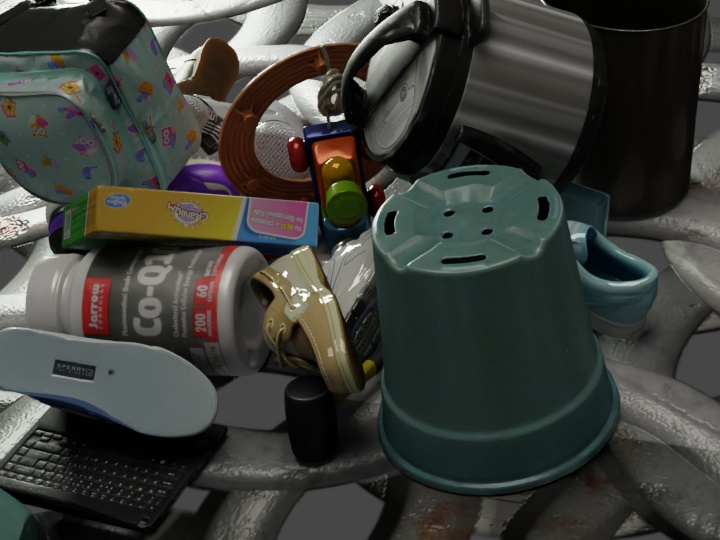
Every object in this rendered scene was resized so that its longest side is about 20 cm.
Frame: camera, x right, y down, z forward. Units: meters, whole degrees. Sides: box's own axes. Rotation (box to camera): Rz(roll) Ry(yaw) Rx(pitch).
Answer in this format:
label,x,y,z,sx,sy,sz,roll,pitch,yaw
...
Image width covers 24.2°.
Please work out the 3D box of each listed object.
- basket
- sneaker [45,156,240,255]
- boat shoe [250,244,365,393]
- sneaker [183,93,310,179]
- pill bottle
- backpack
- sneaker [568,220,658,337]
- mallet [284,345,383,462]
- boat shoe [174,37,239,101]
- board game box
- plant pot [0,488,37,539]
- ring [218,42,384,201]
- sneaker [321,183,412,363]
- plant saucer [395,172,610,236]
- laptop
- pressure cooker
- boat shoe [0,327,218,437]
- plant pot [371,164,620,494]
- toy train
label,x,y,z,sx,sy,sz,roll,pitch,yaw
basket,0.245,-0.165,1.556,0.136,0.200,0.180,-21,34,-20
sneaker,-0.210,-0.043,1.652,0.200,0.070,0.100,-15,41,3
boat shoe,-0.045,0.048,1.365,0.066,0.074,0.200,-21,26,-4
sneaker,-0.141,-0.142,1.722,0.199,0.075,0.115,15,16,-1
pill bottle,-0.185,0.034,1.482,0.199,0.114,0.114,0,36,18
backpack,-0.253,-0.143,1.574,0.175,0.200,0.154,1,52,32
sneaker,0.160,-0.021,1.417,0.200,0.082,0.074,23,45,2
mallet,0.004,0.094,1.415,0.041,0.066,0.200,15,27,32
boat shoe,-0.187,-0.179,1.843,0.070,0.070,0.200,-38,16,33
board game box,-0.156,-0.040,1.515,0.199,0.040,0.153,4,-6,-20
plant pot,-0.316,0.225,1.182,0.160,0.201,0.201,5,35,-1
ring,-0.039,-0.132,1.609,0.200,0.201,0.019,-19,48,-10
sneaker,0.000,0.000,1.484,0.087,0.075,0.200,7,54,40
plant saucer,0.127,-0.075,1.515,0.199,0.019,0.070,18,39,-1
laptop,-0.237,0.141,1.353,0.177,0.103,0.200,9,39,27
pressure cooker,0.085,-0.155,1.426,0.200,0.176,0.179,14,15,-21
boat shoe,-0.210,0.091,1.406,0.200,0.091,0.071,15,83,4
plant pot,0.096,0.037,1.320,0.200,0.196,0.200,-8,35,5
toy train,-0.020,-0.092,1.541,0.084,0.200,0.116,-10,39,-2
